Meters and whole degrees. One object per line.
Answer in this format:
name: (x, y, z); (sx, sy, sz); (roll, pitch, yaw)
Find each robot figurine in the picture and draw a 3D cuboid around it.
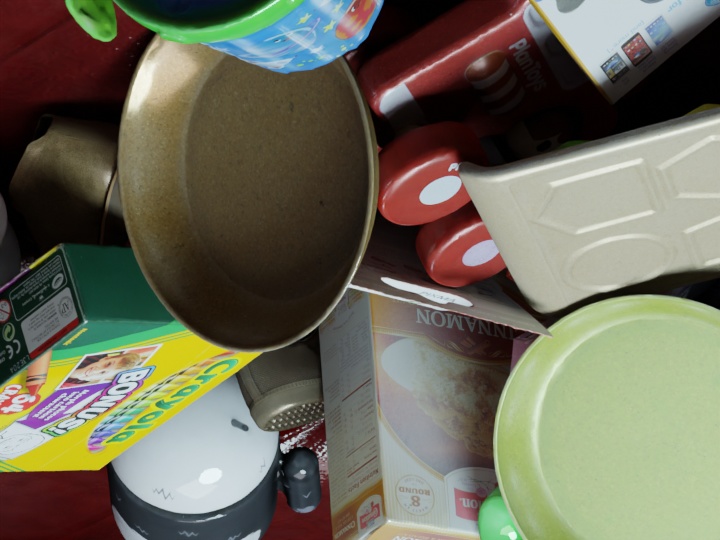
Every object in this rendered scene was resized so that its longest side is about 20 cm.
robot figurine: (-0.117, 0.135, 1.921); (0.150, 0.125, 0.200); (-24, 156, -14)

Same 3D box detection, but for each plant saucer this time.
plant saucer: (0.177, 0.107, 1.589); (0.200, 0.200, 0.031); (-18, -171, 24)
plant saucer: (-0.055, -0.056, 1.494); (0.035, 0.200, 0.200); (-6, 162, -46)

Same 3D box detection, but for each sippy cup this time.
sippy cup: (-0.050, -0.162, 1.356); (0.178, 0.140, 0.130); (20, 173, 24)

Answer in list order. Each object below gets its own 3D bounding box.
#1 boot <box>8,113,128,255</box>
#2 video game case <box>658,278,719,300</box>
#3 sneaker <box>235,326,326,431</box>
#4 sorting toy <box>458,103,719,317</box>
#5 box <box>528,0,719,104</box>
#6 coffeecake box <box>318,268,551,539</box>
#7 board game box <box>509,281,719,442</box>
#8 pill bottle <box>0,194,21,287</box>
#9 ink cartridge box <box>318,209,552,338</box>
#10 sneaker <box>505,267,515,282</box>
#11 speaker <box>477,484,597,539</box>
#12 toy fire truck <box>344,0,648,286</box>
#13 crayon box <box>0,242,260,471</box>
boot: (-0.177, -0.032, 1.662); (0.075, 0.074, 0.200); (18, 146, -3)
video game case: (0.241, -0.053, 1.627); (0.143, 0.019, 0.200); (-36, 162, -21)
sneaker: (-0.008, 0.057, 1.853); (0.070, 0.076, 0.200); (-35, 162, 34)
sorting toy: (0.169, -0.039, 1.502); (0.200, 0.036, 0.185); (-10, 153, 12)
box: (0.141, -0.166, 1.405); (0.119, 0.041, 0.200); (-40, 144, 5)
coffeecake box: (0.059, 0.094, 1.776); (0.153, 0.200, 0.073); (11, 149, -28)
board game box: (0.225, 0.057, 1.700); (0.199, 0.043, 0.200); (14, -159, 27)
pill bottle: (-0.265, 0.013, 1.677); (0.104, 0.104, 0.200); (3, 152, -14)
ink cartridge box: (0.000, 0.000, 1.615); (0.161, 0.200, 0.050); (14, 108, -30)
sneaker: (0.140, -0.013, 1.669); (0.077, 0.073, 0.200); (35, 169, -2)
speaker: (0.171, 0.133, 1.713); (0.200, 0.088, 0.088); (-26, 165, -32)
toy fire truck: (0.080, -0.093, 1.536); (0.168, 0.112, 0.200); (-29, 149, 7)
crayon box: (-0.169, 0.057, 1.645); (0.173, 0.058, 0.200); (4, 149, -47)
